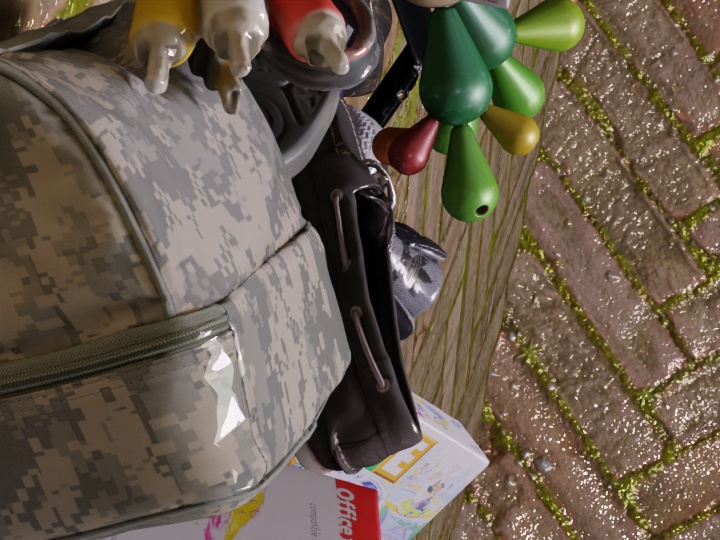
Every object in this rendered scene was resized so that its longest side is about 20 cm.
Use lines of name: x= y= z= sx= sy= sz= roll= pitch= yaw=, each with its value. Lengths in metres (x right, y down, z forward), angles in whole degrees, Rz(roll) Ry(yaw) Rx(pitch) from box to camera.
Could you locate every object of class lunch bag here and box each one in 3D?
lunch bag: x=-0.096 y=-0.007 z=0.798 sx=0.200 sy=0.139 sz=0.169 roll=-43 pitch=121 yaw=-73

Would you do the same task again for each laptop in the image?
laptop: x=-0.012 y=-0.149 z=1.419 sx=0.200 sy=0.103 sz=0.177 roll=-54 pitch=-175 yaw=16

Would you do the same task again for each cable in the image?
cable: x=-0.051 y=-0.129 z=0.827 sx=0.050 sy=0.097 sz=0.201 roll=104 pitch=-24 yaw=-46

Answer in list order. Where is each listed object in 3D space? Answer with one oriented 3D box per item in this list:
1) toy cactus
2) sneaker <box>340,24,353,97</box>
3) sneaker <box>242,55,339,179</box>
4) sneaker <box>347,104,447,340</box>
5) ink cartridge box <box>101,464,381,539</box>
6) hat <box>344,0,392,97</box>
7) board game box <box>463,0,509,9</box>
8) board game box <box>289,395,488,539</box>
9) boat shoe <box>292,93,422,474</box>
toy cactus: x=0.041 y=-0.127 z=1.046 sx=0.165 sy=0.102 sz=0.201 roll=51 pitch=49 yaw=-51
sneaker: x=-0.052 y=-0.053 z=1.114 sx=0.200 sy=0.074 sz=0.088 roll=-57 pitch=155 yaw=-36
sneaker: x=-0.082 y=-0.015 z=0.999 sx=0.200 sy=0.076 sz=0.114 roll=-55 pitch=167 yaw=-27
sneaker: x=0.004 y=-0.023 z=1.248 sx=0.076 sy=0.114 sz=0.200 roll=-63 pitch=-170 yaw=-21
ink cartridge box: x=-0.055 y=0.131 z=0.923 sx=0.116 sy=0.199 sz=0.067 roll=-96 pitch=-155 yaw=-62
hat: x=-0.020 y=-0.142 z=1.239 sx=0.201 sy=0.081 sz=0.202 roll=13 pitch=90 yaw=-80
board game box: x=-0.029 y=-0.175 z=0.789 sx=0.034 sy=0.199 sz=0.135 roll=80 pitch=25 yaw=-66
board game box: x=-0.036 y=0.104 z=1.121 sx=0.134 sy=0.034 sz=0.200 roll=-45 pitch=143 yaw=8
boat shoe: x=0.000 y=0.000 z=1.023 sx=0.067 sy=0.057 sz=0.201 roll=52 pitch=32 yaw=-54
